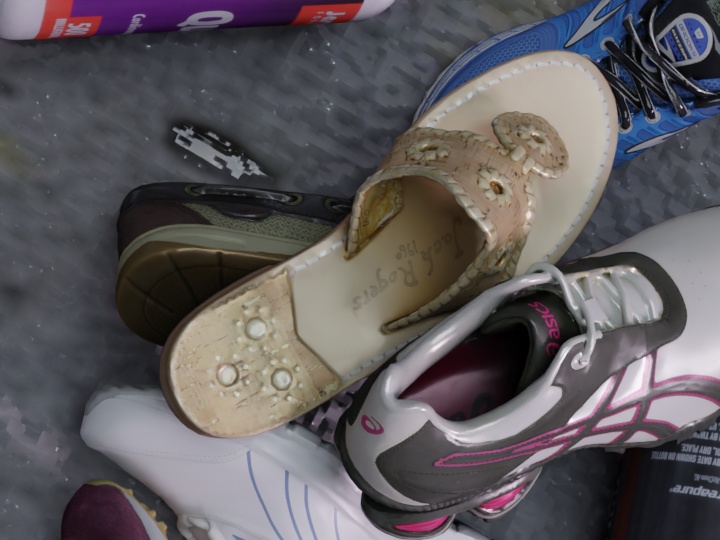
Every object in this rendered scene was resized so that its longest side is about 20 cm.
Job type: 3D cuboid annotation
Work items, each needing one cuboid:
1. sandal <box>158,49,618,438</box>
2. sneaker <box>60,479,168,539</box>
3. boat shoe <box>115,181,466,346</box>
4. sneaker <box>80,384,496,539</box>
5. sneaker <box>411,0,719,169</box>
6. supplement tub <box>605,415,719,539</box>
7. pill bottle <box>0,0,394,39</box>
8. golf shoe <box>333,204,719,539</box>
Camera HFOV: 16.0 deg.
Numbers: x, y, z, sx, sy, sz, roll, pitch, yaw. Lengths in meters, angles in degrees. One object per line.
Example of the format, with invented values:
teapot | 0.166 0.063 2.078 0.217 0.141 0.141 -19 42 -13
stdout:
sandal | 0.025 -0.008 0.930 0.211 0.070 0.078 -36 98 -15
sneaker | -0.103 0.180 0.948 0.090 0.075 0.201 -7 84 -22
boat shoe | 0.000 0.000 1.004 0.199 0.073 0.065 12 44 -25
sneaker | -0.023 0.109 0.984 0.200 0.075 0.087 32 81 -9
sneaker | 0.106 -0.083 1.033 0.200 0.089 0.079 -33 91 -17
supplement tub | 0.145 0.126 1.009 0.107 0.107 0.201 16 79 -13
pill bottle | -0.052 -0.148 0.986 0.199 0.112 0.113 -4 84 -16
golf shoe | 0.085 0.029 0.935 0.200 0.088 0.077 -30 69 -16
